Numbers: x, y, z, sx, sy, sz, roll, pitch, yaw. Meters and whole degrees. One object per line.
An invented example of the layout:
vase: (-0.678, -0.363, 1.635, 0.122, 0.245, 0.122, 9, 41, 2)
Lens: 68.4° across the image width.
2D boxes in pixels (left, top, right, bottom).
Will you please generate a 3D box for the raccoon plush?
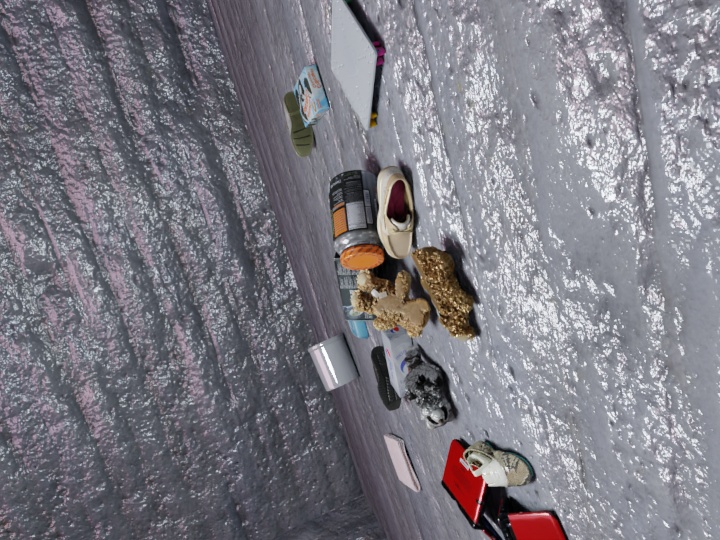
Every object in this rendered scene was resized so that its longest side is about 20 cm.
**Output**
raccoon plush: (0.172, 0.285, 1.291, 0.201, 0.096, 0.135, -78, -34, -57)

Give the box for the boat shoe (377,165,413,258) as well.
boat shoe: (0.074, -0.107, 1.080, 0.069, 0.073, 0.202, -123, 19, -60)

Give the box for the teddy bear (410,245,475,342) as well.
teddy bear: (0.163, 0.041, 0.990, 0.202, 0.066, 0.145, 64, 175, -1)

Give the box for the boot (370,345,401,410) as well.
boot: (0.083, 0.356, 1.698, 0.139, 0.077, 0.202, 90, 169, -64)

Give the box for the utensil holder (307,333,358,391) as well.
utensil holder: (-0.115, 0.399, 2.296, 0.170, 0.168, 0.202, 129, 119, -74)

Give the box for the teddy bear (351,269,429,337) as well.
teddy bear: (0.069, 0.071, 1.200, 0.067, 0.198, 0.147, 7, -93, -66)

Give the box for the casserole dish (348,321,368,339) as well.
casserole dish: (-0.024, 0.157, 1.885, 0.121, 0.038, 0.202, -157, 50, -71)

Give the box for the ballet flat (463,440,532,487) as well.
ballet flat: (0.257, 0.386, 1.039, 0.200, 0.075, 0.069, 159, 92, -76)

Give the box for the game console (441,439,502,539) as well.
game console: (0.274, 0.506, 1.201, 0.200, 0.117, 0.174, -158, 81, -77)

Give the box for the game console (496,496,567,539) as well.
game console: (0.352, 0.538, 1.000, 0.202, 0.118, 0.172, 68, -163, 11)

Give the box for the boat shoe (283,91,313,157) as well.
boat shoe: (-0.194, -0.452, 1.664, 0.068, 0.074, 0.202, -167, 65, -81)

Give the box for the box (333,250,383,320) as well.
box: (0.000, 0.000, 1.343, 0.165, 0.085, 0.202, -78, -16, -50)

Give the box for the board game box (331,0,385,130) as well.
board game box: (-0.010, -0.425, 1.072, 0.201, 0.026, 0.201, 98, 150, -61)

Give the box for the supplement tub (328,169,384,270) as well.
supplement tub: (-0.006, -0.111, 1.187, 0.123, 0.121, 0.202, 107, 158, -67)

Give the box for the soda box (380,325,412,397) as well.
soda box: (0.108, 0.243, 1.440, 0.068, 0.063, 0.202, -131, 26, -58)

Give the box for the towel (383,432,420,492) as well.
towel: (0.153, 0.705, 1.960, 0.200, 0.032, 0.193, 141, 109, -75)

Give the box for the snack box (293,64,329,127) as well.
snack box: (-0.139, -0.479, 1.470, 0.200, 0.037, 0.117, -173, 64, -74)
